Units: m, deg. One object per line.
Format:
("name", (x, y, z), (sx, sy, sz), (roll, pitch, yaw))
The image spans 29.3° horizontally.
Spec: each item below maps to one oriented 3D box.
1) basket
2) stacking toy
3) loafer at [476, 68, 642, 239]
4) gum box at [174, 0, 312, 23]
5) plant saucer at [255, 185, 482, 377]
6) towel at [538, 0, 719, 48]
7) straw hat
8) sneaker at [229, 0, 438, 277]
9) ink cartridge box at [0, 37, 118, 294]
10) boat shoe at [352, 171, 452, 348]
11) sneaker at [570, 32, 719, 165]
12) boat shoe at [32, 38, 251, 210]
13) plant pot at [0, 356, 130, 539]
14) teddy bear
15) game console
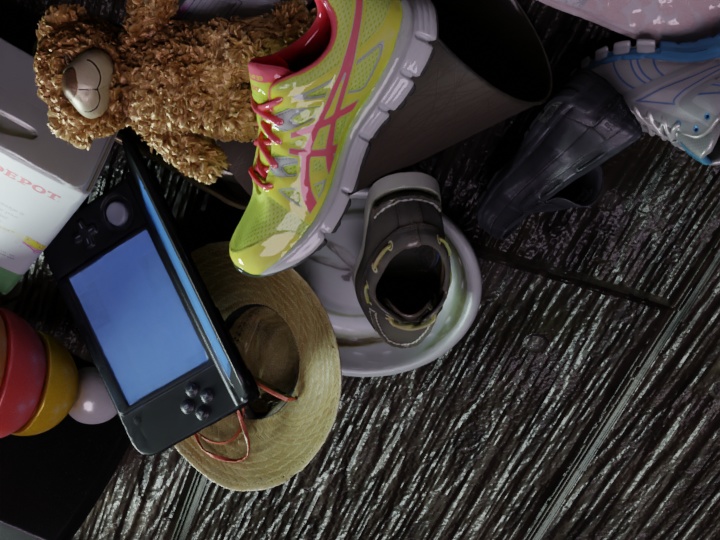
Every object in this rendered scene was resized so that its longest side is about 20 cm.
("basket", (0.001, -0.132, 0.967), (0.200, 0.137, 0.180), (-31, 137, 31))
("stacking toy", (-0.286, 0.093, 1.137), (0.199, 0.147, 0.146), (21, 132, -39))
("loafer", (0.142, -0.069, 1.011), (0.070, 0.068, 0.201), (42, 151, 5))
("gum box", (-0.089, -0.186, 0.937), (0.066, 0.114, 0.200), (32, 125, -21))
("plant saucer", (0.000, 0.000, 1.129), (0.199, 0.050, 0.201), (2, 131, 3))
("towel", (0.216, -0.241, 0.921), (0.190, 0.032, 0.201), (16, 130, -9))
("straw hat", (-0.073, 0.069, 1.098), (0.200, 0.085, 0.202), (7, 102, 33))
("sneaker", (-0.038, -0.091, 0.834), (0.090, 0.078, 0.201), (23, 102, -28))
("ink cartridge box", (-0.283, -0.081, 1.025), (0.145, 0.088, 0.200), (29, 148, -18))
("boat shoe", (0.032, 0.009, 1.035), (0.072, 0.061, 0.202), (-6, 147, -4))
("sneaker", (0.224, -0.113, 0.961), (0.199, 0.087, 0.075), (-6, 151, 39))
("boat shoe", (-0.156, -0.114, 1.036), (0.200, 0.063, 0.073), (33, 125, -21))
("plant pot", (-0.331, 0.187, 1.232), (0.199, 0.178, 0.200), (28, 126, -19))
("teddy bear", (-0.111, -0.121, 0.875), (0.199, 0.067, 0.146), (14, 127, -9))
("game console", (-0.165, 0.026, 1.024), (0.175, 0.116, 0.201), (-29, 82, 23))
